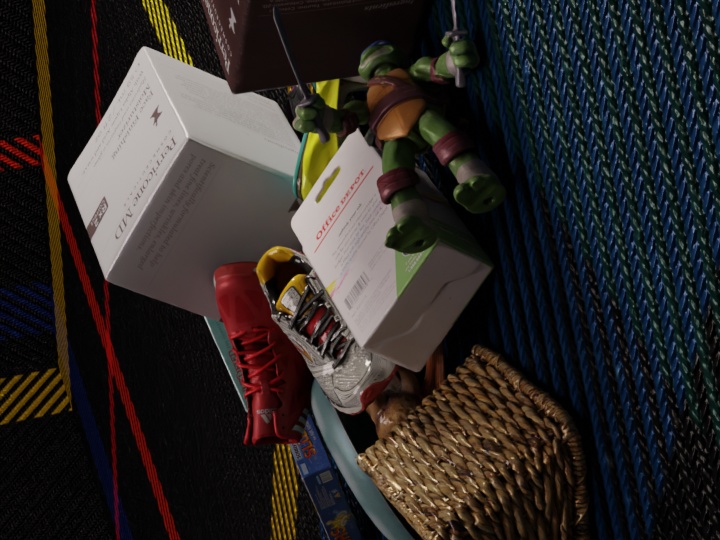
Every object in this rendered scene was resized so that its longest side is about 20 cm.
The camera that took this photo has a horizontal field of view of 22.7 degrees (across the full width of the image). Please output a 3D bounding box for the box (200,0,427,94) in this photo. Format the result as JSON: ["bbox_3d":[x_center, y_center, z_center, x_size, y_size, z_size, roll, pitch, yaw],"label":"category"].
[{"bbox_3d":[-0.040,-0.277,1.473,0.200,0.164,0.166,106,149,-57],"label":"box"}]

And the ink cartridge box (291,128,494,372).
[{"bbox_3d":[0.022,-0.022,1.513,0.117,0.067,0.200,-55,35,17],"label":"ink cartridge box"}]

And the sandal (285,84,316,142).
[{"bbox_3d":[-0.043,-0.131,1.775,0.075,0.048,0.201,-144,45,-67],"label":"sandal"}]

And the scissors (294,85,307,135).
[{"bbox_3d":[-0.058,-0.179,1.837,0.073,0.014,0.201,28,-120,-56],"label":"scissors"}]

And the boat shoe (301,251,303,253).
[{"bbox_3d":[-0.056,0.031,1.890,0.071,0.063,0.201,132,126,-69],"label":"boat shoe"}]

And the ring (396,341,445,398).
[{"bbox_3d":[0.045,0.047,1.647,0.200,0.019,0.201,170,90,-74],"label":"ring"}]

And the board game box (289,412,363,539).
[{"bbox_3d":[-0.044,0.220,1.917,0.200,0.034,0.136,71,175,-48],"label":"board game box"}]

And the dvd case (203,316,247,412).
[{"bbox_3d":[-0.133,0.077,1.864,0.200,0.022,0.146,77,169,-88],"label":"dvd case"}]

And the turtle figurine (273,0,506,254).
[{"bbox_3d":[0.024,-0.127,1.393,0.200,0.144,0.194,98,153,-56],"label":"turtle figurine"}]

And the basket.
[{"bbox_3d":[0.115,0.177,1.419,0.143,0.149,0.200,50,175,-23],"label":"basket"}]

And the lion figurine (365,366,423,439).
[{"bbox_3d":[0.012,0.108,1.618,0.200,0.072,0.123,-125,15,-52],"label":"lion figurine"}]

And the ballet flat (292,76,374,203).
[{"bbox_3d":[-0.016,-0.154,1.624,0.067,0.067,0.201,37,-122,-72],"label":"ballet flat"}]

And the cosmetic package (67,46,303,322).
[{"bbox_3d":[-0.158,-0.079,1.716,0.165,0.165,0.200,-58,32,18],"label":"cosmetic package"}]

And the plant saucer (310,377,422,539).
[{"bbox_3d":[0.005,0.179,1.680,0.200,0.027,0.200,59,-174,-10],"label":"plant saucer"}]

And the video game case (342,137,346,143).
[{"bbox_3d":[0.000,0.000,1.692,0.200,0.025,0.181,107,149,-55],"label":"video game case"}]

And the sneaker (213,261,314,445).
[{"bbox_3d":[-0.084,0.088,1.647,0.200,0.078,0.116,59,-153,-45],"label":"sneaker"}]

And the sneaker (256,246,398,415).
[{"bbox_3d":[-0.036,0.051,1.540,0.082,0.078,0.200,35,-170,-41],"label":"sneaker"}]
